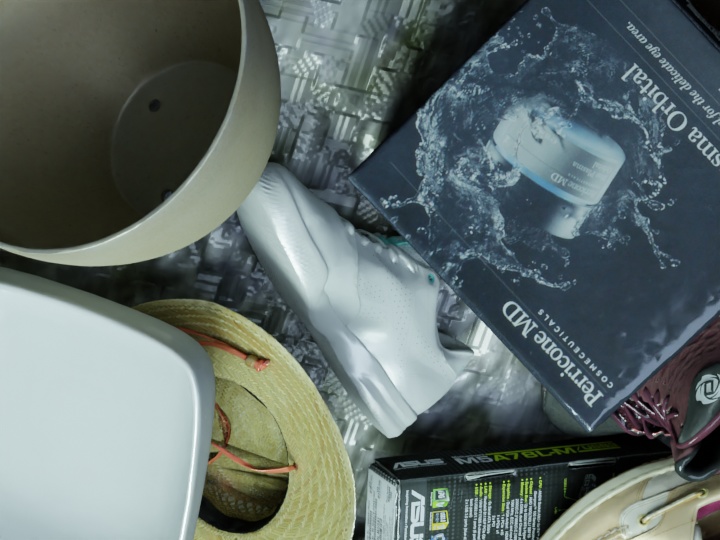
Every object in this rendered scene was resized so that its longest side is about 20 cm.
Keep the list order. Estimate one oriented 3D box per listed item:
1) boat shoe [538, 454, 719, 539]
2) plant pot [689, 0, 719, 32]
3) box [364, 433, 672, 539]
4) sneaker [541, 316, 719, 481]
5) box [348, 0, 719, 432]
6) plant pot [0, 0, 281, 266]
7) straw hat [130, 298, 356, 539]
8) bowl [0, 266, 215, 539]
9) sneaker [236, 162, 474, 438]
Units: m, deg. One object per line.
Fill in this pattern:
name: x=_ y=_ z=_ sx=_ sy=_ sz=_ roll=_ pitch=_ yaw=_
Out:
boat shoe: x=0.189 y=0.153 z=1.698 sx=0.200 sy=0.069 sz=0.074 roll=-32 pitch=137 yaw=3
plant pot: x=0.285 y=-0.165 z=1.564 sx=0.186 sy=0.200 sz=0.187 roll=-6 pitch=118 yaw=-11
box: x=0.095 y=0.205 z=1.757 sx=0.193 sy=0.048 sz=0.200 roll=-6 pitch=107 yaw=-26
sneaker: x=0.174 y=0.081 z=1.670 sx=0.076 sy=0.116 sz=0.200 roll=35 pitch=137 yaw=-26
box: x=0.135 y=-0.052 z=1.590 sx=0.200 sy=0.117 sz=0.197 roll=-44 pitch=89 yaw=10
plant pot: x=-0.122 y=-0.087 z=1.531 sx=0.200 sy=0.200 sz=0.134 roll=-40 pitch=153 yaw=8
straw hat: x=-0.069 y=0.100 z=1.672 sx=0.201 sy=0.085 sz=0.202 roll=9 pitch=111 yaw=24
bowl: x=-0.172 y=0.094 z=1.624 sx=0.199 sy=0.075 sz=0.200 roll=18 pitch=115 yaw=16
sneaker: x=0.000 y=0.000 z=1.663 sx=0.088 sy=0.075 sz=0.200 roll=-37 pitch=125 yaw=-8
